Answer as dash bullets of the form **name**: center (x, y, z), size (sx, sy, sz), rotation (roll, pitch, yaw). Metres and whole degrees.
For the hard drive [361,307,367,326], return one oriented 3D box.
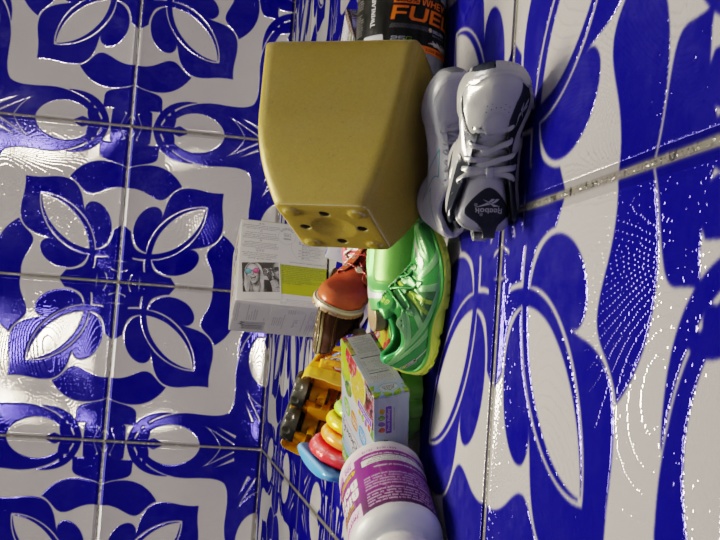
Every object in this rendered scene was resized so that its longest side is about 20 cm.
- **hard drive**: center (0.005, 0.014, 1.907), size (0.200, 0.025, 0.132), rotation (116, 157, -64)

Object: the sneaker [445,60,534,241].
- **sneaker**: center (0.128, -0.102, 1.096), size (0.199, 0.079, 0.130), rotation (111, 160, -59)

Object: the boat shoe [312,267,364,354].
- **boat shoe**: center (-0.028, 0.061, 1.665), size (0.200, 0.067, 0.072), rotation (-72, -5, -61)

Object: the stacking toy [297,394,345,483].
- **stacking toy**: center (-0.005, 0.218, 1.693), size (0.116, 0.109, 0.201), rotation (34, 109, 54)

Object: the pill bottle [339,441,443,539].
- **pill bottle**: center (0.037, 0.300, 1.325), size (0.200, 0.112, 0.113), rotation (-107, 24, -66)

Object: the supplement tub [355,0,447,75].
- **supplement tub**: center (0.055, -0.331, 1.500), size (0.123, 0.122, 0.201), rotation (148, 126, -78)

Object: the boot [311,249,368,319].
- **boot**: center (0.000, 0.000, 1.612), size (0.200, 0.075, 0.108), rotation (-33, -31, -57)

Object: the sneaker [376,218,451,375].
- **sneaker**: center (0.065, 0.033, 1.379), size (0.074, 0.083, 0.201), rotation (-126, 42, -76)

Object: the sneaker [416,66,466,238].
- **sneaker**: center (0.109, -0.131, 1.277), size (0.080, 0.070, 0.201), rotation (-117, 25, -62)

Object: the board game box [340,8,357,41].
- **board game box**: center (0.020, -0.299, 1.759), size (0.200, 0.096, 0.160), rotation (-100, 18, -57)

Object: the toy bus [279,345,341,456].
- **toy bus**: center (-0.040, 0.193, 1.847), size (0.192, 0.135, 0.200), rotation (-72, 0, -46)

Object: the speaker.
- **speaker**: center (0.056, -0.045, 1.461), size (0.088, 0.088, 0.201), rotation (167, 107, -80)

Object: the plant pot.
- **plant pot**: center (-0.014, -0.138, 1.337), size (0.196, 0.193, 0.201), rotation (57, -141, -60)

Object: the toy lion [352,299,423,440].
- **toy lion**: center (0.045, 0.144, 1.538), size (0.200, 0.068, 0.192), rotation (116, 149, -65)

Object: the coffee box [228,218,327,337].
- **coffee box**: center (-0.185, 0.020, 2.493), size (0.200, 0.199, 0.199), rotation (118, 156, -65)

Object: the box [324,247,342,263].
- **box**: center (-0.018, -0.096, 1.976), size (0.200, 0.047, 0.122), rotation (121, 164, -69)

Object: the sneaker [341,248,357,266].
- **sneaker**: center (-0.011, -0.055, 1.787), size (0.087, 0.073, 0.201), rotation (34, -129, -53)

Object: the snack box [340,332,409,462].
- **snack box**: center (0.017, 0.204, 1.472), size (0.142, 0.053, 0.201), rotation (-121, 26, -56)
